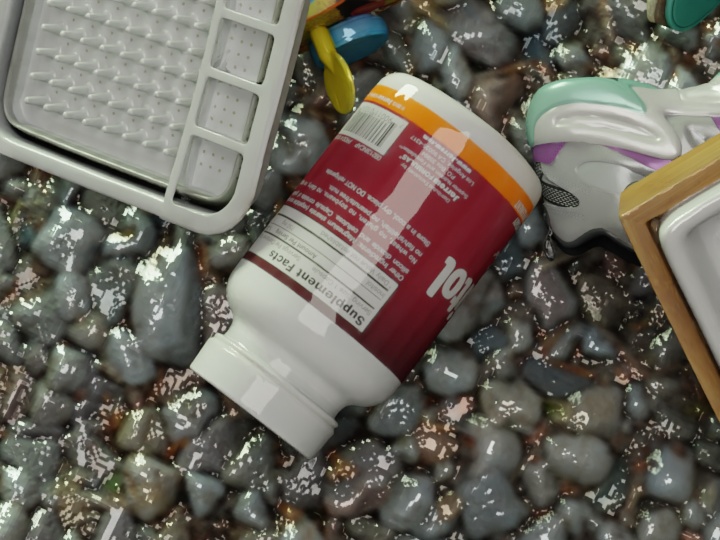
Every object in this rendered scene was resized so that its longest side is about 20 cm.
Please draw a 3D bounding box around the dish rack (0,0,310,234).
[{"bbox_3d":[-0.117,-0.125,1.210,0.200,0.044,0.172,21,103,27],"label":"dish rack"}]

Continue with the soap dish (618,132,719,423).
[{"bbox_3d":[0.237,0.002,1.159,0.157,0.081,0.200,-31,119,-2],"label":"soap dish"}]

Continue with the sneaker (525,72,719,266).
[{"bbox_3d":[0.196,-0.041,1.215,0.200,0.078,0.140,-5,82,11],"label":"sneaker"}]

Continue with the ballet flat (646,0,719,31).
[{"bbox_3d":[0.214,-0.223,1.255,0.062,0.067,0.200,31,79,36],"label":"ballet flat"}]

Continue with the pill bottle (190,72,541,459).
[{"bbox_3d":[0.000,0.000,1.192,0.113,0.113,0.200,37,85,7],"label":"pill bottle"}]

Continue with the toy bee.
[{"bbox_3d":[-0.015,-0.168,1.223,0.200,0.109,0.131,-43,80,-5],"label":"toy bee"}]
